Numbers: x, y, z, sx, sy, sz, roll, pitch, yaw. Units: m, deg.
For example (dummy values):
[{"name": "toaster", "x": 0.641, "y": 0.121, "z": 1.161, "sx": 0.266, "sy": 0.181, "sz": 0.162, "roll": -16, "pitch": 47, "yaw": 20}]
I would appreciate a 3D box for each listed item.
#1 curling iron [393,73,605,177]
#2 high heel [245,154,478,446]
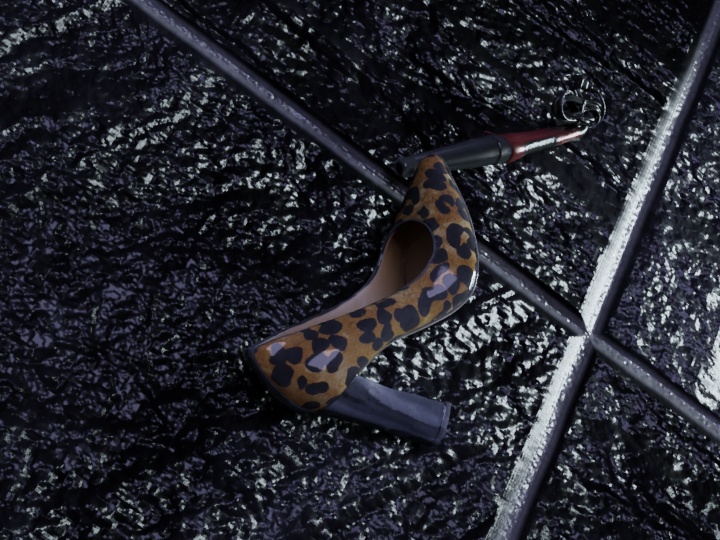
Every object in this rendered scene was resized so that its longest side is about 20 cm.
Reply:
[{"name": "curling iron", "x": 0.097, "y": -0.096, "z": 1.386, "sx": 0.199, "sy": 0.025, "sz": 0.050, "roll": -21, "pitch": 113, "yaw": -35}, {"name": "high heel", "x": 0.000, "y": 0.000, "z": 1.238, "sx": 0.142, "sy": 0.071, "sz": 0.201, "roll": 20, "pitch": 63, "yaw": -30}]
